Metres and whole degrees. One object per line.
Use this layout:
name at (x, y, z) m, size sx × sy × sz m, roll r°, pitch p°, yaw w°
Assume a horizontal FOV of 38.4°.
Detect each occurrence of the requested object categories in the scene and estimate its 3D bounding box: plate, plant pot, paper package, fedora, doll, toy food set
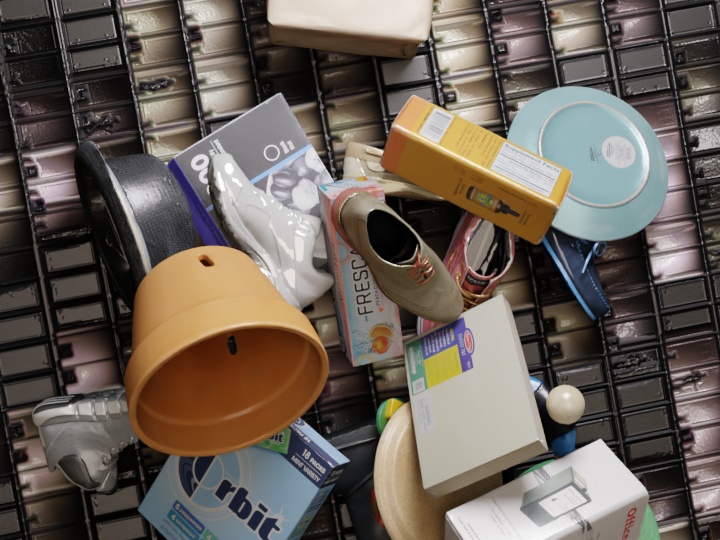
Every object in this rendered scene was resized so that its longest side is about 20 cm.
plate at (0.266, -0.130, 1.190) m, size 0.198 × 0.026 × 0.202 m, roll 4°, pitch 67°, yaw -9°
plant pot at (-0.146, 0.071, 1.041) m, size 0.199 × 0.201 × 0.141 m, roll -22°, pitch 51°, yaw -4°
paper package at (-0.010, -0.355, 1.165) m, size 0.189 × 0.103 × 0.202 m, roll 5°, pitch 89°, yaw -4°
fedora at (-0.236, -0.053, 1.126) m, size 0.091 × 0.200 × 0.202 m, roll -23°, pitch 92°, yaw -22°
doll at (0.183, 0.151, 1.133) m, size 0.048 × 0.200 × 0.137 m, roll -36°, pitch 92°, yaw -18°
toy food set at (0.088, 0.236, 1.160) m, size 0.199 × 0.048 × 0.199 m, roll 27°, pitch 62°, yaw -31°

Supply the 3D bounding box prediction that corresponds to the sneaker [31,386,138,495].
sneaker at (-0.265, 0.193, 1.171) m, size 0.198 × 0.075 × 0.117 m, roll -6°, pitch 96°, yaw 6°

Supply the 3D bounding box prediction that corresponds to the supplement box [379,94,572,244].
supplement box at (0.125, -0.110, 1.125) m, size 0.199 × 0.067 × 0.069 m, roll 29°, pitch 51°, yaw 7°

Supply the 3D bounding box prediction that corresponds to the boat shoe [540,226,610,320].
boat shoe at (0.244, -0.040, 1.196) m, size 0.068 × 0.084 × 0.201 m, roll -28°, pitch 95°, yaw 6°

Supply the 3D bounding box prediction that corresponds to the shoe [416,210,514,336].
shoe at (0.119, 0.019, 1.183) m, size 0.071 × 0.091 × 0.202 m, roll 20°, pitch 89°, yaw -4°

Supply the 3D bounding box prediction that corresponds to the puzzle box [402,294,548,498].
puzzle box at (0.116, 0.129, 1.095) m, size 0.132 × 0.201 × 0.025 m, roll -28°, pitch 131°, yaw 20°

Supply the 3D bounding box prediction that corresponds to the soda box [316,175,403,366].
soda box at (0.000, 0.000, 1.155) m, size 0.063 × 0.068 × 0.202 m, roll -11°, pitch 109°, yaw -12°

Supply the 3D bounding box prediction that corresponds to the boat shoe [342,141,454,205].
boat shoe at (0.079, -0.112, 1.189) m, size 0.198 × 0.071 × 0.065 m, roll 6°, pitch 91°, yaw -3°

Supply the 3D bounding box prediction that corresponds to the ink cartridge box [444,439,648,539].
ink cartridge box at (0.192, 0.287, 1.094) m, size 0.199 × 0.084 × 0.146 m, roll -20°, pitch 135°, yaw -18°

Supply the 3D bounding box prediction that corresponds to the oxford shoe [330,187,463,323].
oxford shoe at (0.048, -0.003, 1.090) m, size 0.200 × 0.075 × 0.071 m, roll 41°, pitch 86°, yaw -28°

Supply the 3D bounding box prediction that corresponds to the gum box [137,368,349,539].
gum box at (-0.131, 0.237, 1.133) m, size 0.170 × 0.044 × 0.201 m, roll 37°, pitch 105°, yaw 22°

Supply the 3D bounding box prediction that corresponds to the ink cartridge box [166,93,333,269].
ink cartridge box at (-0.125, -0.069, 1.188) m, size 0.199 × 0.043 × 0.199 m, roll -32°, pitch 94°, yaw -3°

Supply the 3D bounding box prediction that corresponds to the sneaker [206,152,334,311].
sneaker at (-0.096, -0.048, 1.140) m, size 0.099 × 0.078 × 0.201 m, roll -30°, pitch 104°, yaw -10°

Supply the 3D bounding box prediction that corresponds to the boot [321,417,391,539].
boot at (-0.011, 0.268, 1.182) m, size 0.199 × 0.076 × 0.169 m, roll -16°, pitch 88°, yaw -10°

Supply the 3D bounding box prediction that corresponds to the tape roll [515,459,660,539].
tape roll at (0.251, 0.325, 1.219) m, size 0.199 × 0.048 × 0.202 m, roll 0°, pitch 91°, yaw -4°
